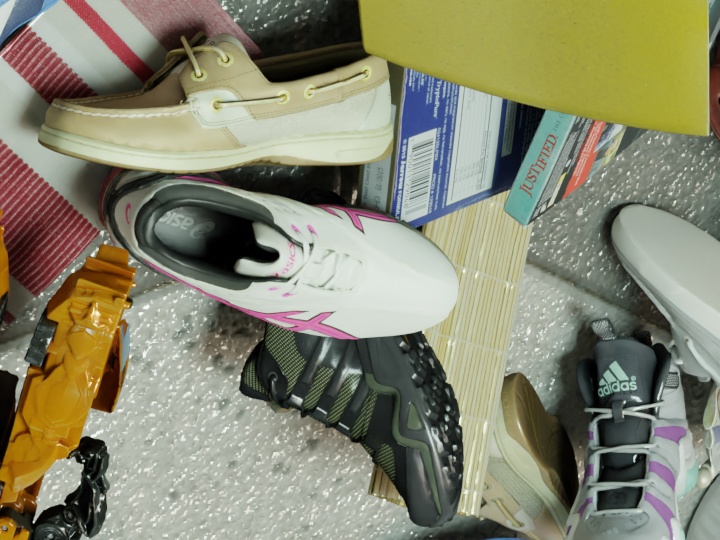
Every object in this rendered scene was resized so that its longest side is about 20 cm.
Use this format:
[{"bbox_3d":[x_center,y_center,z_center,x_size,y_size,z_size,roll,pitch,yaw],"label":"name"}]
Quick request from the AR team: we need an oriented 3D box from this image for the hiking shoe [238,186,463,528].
[{"bbox_3d":[-0.013,0.058,1.519,0.100,0.201,0.076,-24,-177,15],"label":"hiking shoe"}]

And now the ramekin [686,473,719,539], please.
[{"bbox_3d":[0.321,0.199,1.920,0.199,0.105,0.201,-21,130,-26],"label":"ramekin"}]

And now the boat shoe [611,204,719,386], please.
[{"bbox_3d":[0.226,0.043,1.686,0.072,0.200,0.069,-41,167,-53],"label":"boat shoe"}]

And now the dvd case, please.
[{"bbox_3d":[0.160,-0.121,1.547,0.200,0.022,0.146,-36,156,-45],"label":"dvd case"}]

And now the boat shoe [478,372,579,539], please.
[{"bbox_3d":[0.096,0.127,1.721,0.065,0.073,0.200,-13,150,14],"label":"boat shoe"}]

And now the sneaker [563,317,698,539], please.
[{"bbox_3d":[0.160,0.100,1.693,0.077,0.200,0.141,-6,109,13],"label":"sneaker"}]

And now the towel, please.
[{"bbox_3d":[-0.153,-0.077,1.401,0.200,0.023,0.144,-46,139,-2],"label":"towel"}]

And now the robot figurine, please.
[{"bbox_3d":[-0.187,0.067,1.408,0.144,0.058,0.201,20,125,-4],"label":"robot figurine"}]

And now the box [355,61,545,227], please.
[{"bbox_3d":[0.074,-0.101,1.529,0.199,0.032,0.122,-21,125,-46],"label":"box"}]

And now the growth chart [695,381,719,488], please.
[{"bbox_3d":[0.260,0.049,1.793,0.145,0.018,0.201,-35,142,-54],"label":"growth chart"}]

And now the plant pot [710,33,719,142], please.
[{"bbox_3d":[0.323,-0.088,1.672,0.195,0.201,0.201,34,95,-38],"label":"plant pot"}]

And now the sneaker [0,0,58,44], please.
[{"bbox_3d":[-0.170,-0.172,1.286,0.082,0.074,0.200,16,115,-46],"label":"sneaker"}]

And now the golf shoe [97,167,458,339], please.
[{"bbox_3d":[-0.038,-0.003,1.414,0.199,0.092,0.073,14,100,-17],"label":"golf shoe"}]

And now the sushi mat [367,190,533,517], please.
[{"bbox_3d":[0.056,0.042,1.586,0.095,0.012,0.201,14,86,-49],"label":"sushi mat"}]

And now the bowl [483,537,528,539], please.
[{"bbox_3d":[0.059,0.257,1.762,0.200,0.039,0.201,-19,139,-17],"label":"bowl"}]

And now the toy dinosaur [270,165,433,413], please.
[{"bbox_3d":[0.000,0.000,1.564,0.088,0.047,0.201,-3,117,-30],"label":"toy dinosaur"}]

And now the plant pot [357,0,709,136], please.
[{"bbox_3d":[0.086,-0.200,1.369,0.175,0.201,0.201,-2,129,7],"label":"plant pot"}]

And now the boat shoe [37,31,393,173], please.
[{"bbox_3d":[-0.072,-0.089,1.398,0.199,0.074,0.067,-5,107,-34],"label":"boat shoe"}]
